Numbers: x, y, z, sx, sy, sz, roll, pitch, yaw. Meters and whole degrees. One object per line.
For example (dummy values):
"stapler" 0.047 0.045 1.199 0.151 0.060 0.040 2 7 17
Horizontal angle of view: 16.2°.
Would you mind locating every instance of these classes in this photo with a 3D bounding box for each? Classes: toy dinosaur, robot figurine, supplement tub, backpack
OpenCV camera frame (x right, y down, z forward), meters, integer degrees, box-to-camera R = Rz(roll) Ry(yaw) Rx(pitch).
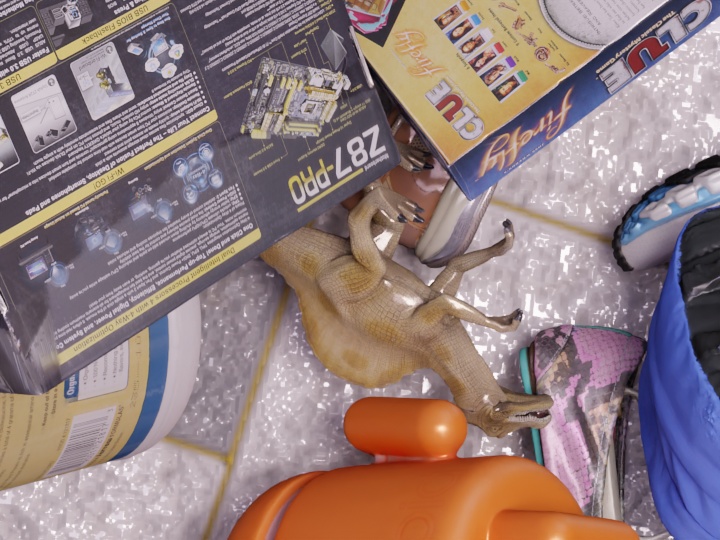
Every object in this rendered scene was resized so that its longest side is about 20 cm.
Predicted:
"toy dinosaur" 0.000 0.000 1.075 0.200 0.058 0.101 34 121 11
"robot figurine" 0.021 0.135 1.062 0.199 0.117 0.144 -8 115 38
"supplement tub" -0.180 0.024 1.023 0.200 0.144 0.145 -13 90 -37
"backpack" 0.216 0.066 1.061 0.199 0.163 0.168 3 131 -11

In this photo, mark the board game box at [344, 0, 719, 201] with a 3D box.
"board game box" 0.043 -0.142 1.074 0.135 0.035 0.200 -36 59 1

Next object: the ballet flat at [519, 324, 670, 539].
"ballet flat" 0.110 0.123 1.112 0.071 0.069 0.201 -4 87 14

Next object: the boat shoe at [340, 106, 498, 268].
"boat shoe" 0.049 -0.103 1.111 0.072 0.076 0.201 23 86 1

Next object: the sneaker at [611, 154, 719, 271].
"sneaker" 0.211 -0.027 1.122 0.199 0.075 0.087 -21 96 -3

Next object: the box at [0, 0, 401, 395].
"box" -0.089 -0.069 0.972 0.200 0.049 0.162 -34 110 -33
